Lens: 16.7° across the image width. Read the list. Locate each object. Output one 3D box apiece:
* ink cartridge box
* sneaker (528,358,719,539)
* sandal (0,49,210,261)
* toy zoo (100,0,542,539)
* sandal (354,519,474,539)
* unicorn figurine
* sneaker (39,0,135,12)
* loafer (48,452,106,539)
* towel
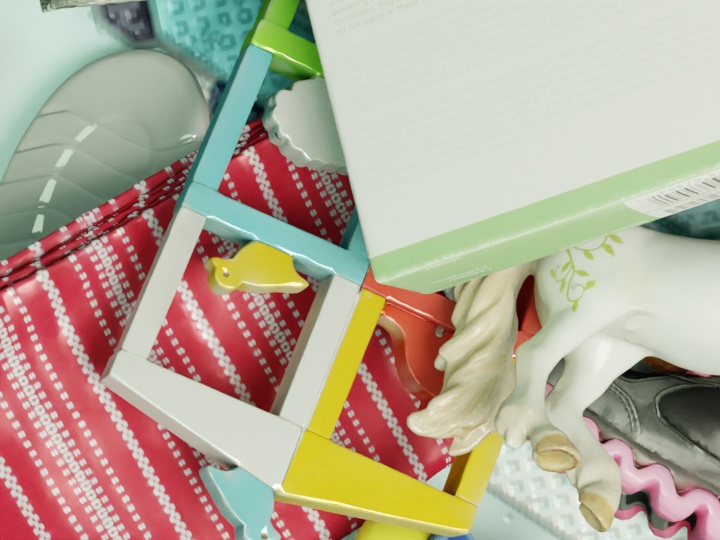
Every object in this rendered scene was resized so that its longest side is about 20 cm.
[{"bbox_3d":[0.050,-0.109,0.770,0.145,0.048,0.200,-19,78,22],"label":"ink cartridge box"},{"bbox_3d":[0.147,0.060,0.854,0.200,0.079,0.095,27,82,-1],"label":"sneaker"},{"bbox_3d":[-0.094,0.022,0.875,0.082,0.050,0.203,11,91,19],"label":"sandal"},{"bbox_3d":[0.000,0.000,0.814,0.131,0.020,0.200,24,75,-11],"label":"toy zoo"},{"bbox_3d":[0.064,0.169,0.849,0.087,0.079,0.200,-8,123,28],"label":"sandal"},{"bbox_3d":[0.124,0.022,0.786,0.200,0.137,0.074,15,140,-3],"label":"unicorn figurine"},{"bbox_3d":[-0.064,-0.137,0.771,0.070,0.200,0.100,-8,94,-25],"label":"sneaker"},{"bbox_3d":[-0.183,0.088,0.848,0.200,0.070,0.075,-4,87,6],"label":"loafer"},{"bbox_3d":[-0.053,0.041,0.826,0.200,0.022,0.145,-32,103,-25],"label":"towel"}]
